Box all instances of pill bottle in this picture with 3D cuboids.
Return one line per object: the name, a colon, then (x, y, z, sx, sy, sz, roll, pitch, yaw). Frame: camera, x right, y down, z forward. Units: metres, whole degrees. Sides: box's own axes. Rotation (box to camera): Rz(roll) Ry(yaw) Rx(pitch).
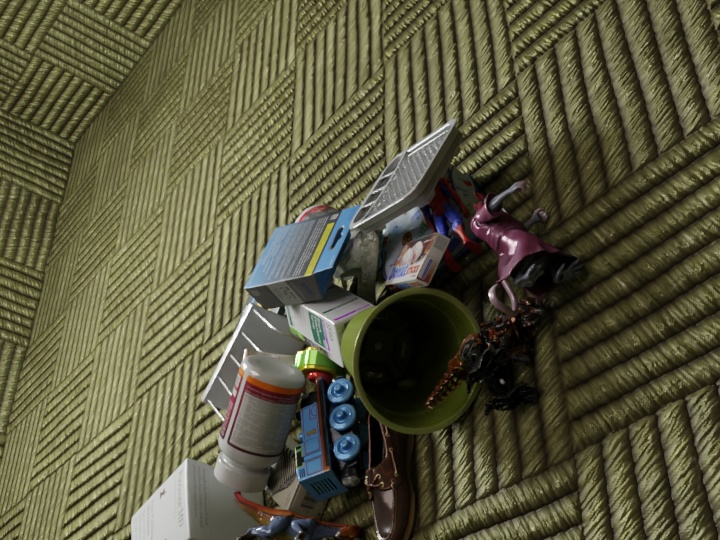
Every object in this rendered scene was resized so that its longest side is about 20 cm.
pill bottle: (-0.038, -0.046, 1.739, 0.112, 0.110, 0.200, -63, 30, 2)
pill bottle: (-0.168, 0.249, 1.575, 0.109, 0.108, 0.202, 35, 110, 60)

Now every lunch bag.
lunch bag: (0.109, -0.061, 1.553, 0.200, 0.075, 0.161, -45, 38, 30)

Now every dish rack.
dish rack: (0.076, -0.134, 1.481, 0.199, 0.043, 0.172, -28, 25, 56)

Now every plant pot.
plant pot: (0.053, 0.120, 1.419, 0.202, 0.198, 0.190, -67, 19, -5)

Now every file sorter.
file sorter: (-0.168, 0.190, 1.746, 0.202, 0.138, 0.124, -62, 32, 4)

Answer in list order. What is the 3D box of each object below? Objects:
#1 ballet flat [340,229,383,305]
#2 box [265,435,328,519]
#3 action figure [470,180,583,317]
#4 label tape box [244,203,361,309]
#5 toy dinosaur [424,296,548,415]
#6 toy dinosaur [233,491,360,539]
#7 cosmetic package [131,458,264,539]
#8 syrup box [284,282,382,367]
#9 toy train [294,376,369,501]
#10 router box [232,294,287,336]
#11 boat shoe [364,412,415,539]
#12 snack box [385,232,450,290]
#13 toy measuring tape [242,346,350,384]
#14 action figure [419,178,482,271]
ballet flat: (0.000, 0.000, 1.597, 0.072, 0.071, 0.202, -103, 13, -48)
box: (-0.121, 0.339, 1.627, 0.199, 0.068, 0.083, 22, 89, 60)
action figure: (0.203, -0.036, 1.318, 0.149, 0.134, 0.200, -49, 45, 6)
label tape box: (-0.079, -0.020, 1.595, 0.198, 0.063, 0.145, -12, 41, 39)
toy dinosaur: (0.175, 0.122, 1.302, 0.201, 0.101, 0.136, -60, 20, 19)
toy dinosaur: (-0.096, 0.387, 1.473, 0.179, 0.105, 0.202, -19, 59, -2)
cosmetic package: (-0.283, 0.468, 1.693, 0.200, 0.164, 0.166, -47, 35, 27)
syrup box: (-0.048, 0.081, 1.594, 0.200, 0.081, 0.080, 28, 135, 58)
toy train: (-0.046, 0.258, 1.522, 0.113, 0.087, 0.201, -21, 45, 11)
router box: (-0.171, 0.059, 1.929, 0.149, 0.051, 0.202, 11, 78, 58)
boat shoe: (0.035, 0.298, 1.408, 0.070, 0.070, 0.202, -35, 42, 39)
snack box: (0.080, -0.010, 1.402, 0.073, 0.024, 0.200, -65, 8, -8)
toy measuring tape: (-0.101, 0.149, 1.626, 0.074, 0.197, 0.075, 8, -90, -88)
action figure: (0.127, -0.079, 1.438, 0.065, 0.051, 0.201, -43, 37, 21)
